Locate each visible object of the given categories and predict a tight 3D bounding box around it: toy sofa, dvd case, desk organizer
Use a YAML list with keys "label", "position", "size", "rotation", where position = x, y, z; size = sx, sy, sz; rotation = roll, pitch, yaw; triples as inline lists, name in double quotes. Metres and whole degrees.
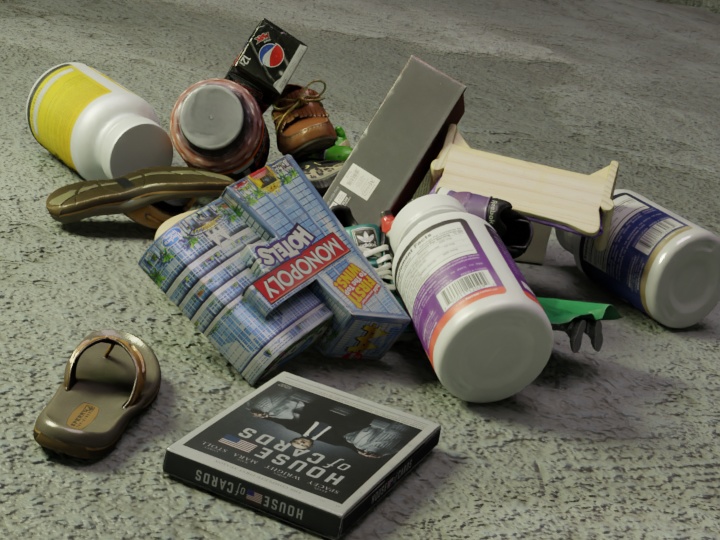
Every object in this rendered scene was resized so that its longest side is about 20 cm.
- label: "toy sofa"
  position: [0.172, -0.076, 1.664]
  size: [0.197, 0.083, 0.098]
  rotation: [13, 60, 9]
- label: "dvd case"
  position: [-0.040, 0.137, 1.205]
  size: [0.149, 0.025, 0.200]
  rotation: [17, 19, 19]
- label: "desk organizer"
  position: [0.036, -0.120, 1.681]
  size: [0.071, 0.201, 0.077]
  rotation: [30, -9, 11]

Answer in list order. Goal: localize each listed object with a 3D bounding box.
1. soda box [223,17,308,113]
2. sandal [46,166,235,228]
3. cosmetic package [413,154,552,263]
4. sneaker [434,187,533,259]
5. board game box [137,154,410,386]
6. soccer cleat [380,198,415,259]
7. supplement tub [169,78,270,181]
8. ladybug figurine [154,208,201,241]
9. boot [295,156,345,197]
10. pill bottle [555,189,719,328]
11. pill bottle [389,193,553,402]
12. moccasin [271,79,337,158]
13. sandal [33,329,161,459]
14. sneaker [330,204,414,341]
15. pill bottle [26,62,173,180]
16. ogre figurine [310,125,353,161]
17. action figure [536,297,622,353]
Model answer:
- label: "soda box"
  position: [-0.120, -0.232, 1.831]
  size: [0.063, 0.071, 0.200]
  rotation: [31, -10, -8]
- label: "sandal"
  position: [-0.229, -0.069, 1.638]
  size: [0.198, 0.055, 0.082]
  rotation: [-13, 23, -20]
- label: "cosmetic package"
  position: [0.121, -0.077, 1.791]
  size: [0.197, 0.106, 0.071]
  rotation: [8, 20, -12]
- label: "sneaker"
  position: [0.140, -0.024, 1.600]
  size: [0.086, 0.077, 0.200]
  rotation: [5, -14, 22]
- label: "board game box"
  position: [-0.062, 0.012, 1.392]
  size: [0.200, 0.062, 0.200]
  rotation: [44, 37, 9]
- label: "soccer cleat"
  position: [0.065, -0.016, 1.636]
  size: [0.068, 0.086, 0.200]
  rotation: [-20, -11, 6]
- label: "supplement tub"
  position: [-0.158, -0.155, 1.754]
  size: [0.105, 0.108, 0.200]
  rotation: [11, -4, 1]
- label: "ladybug figurine"
  position: [-0.117, -0.012, 1.515]
  size: [0.135, 0.073, 0.199]
  rotation: [26, 24, 34]
- label: "boot"
  position: [-0.084, -0.079, 1.745]
  size: [0.202, 0.074, 0.153]
  rotation: [-21, 16, -28]
- label: "pill bottle"
  position: [0.305, -0.024, 1.725]
  size: [0.110, 0.112, 0.200]
  rotation: [-1, 22, -31]
- label: "pill bottle"
  position: [0.092, 0.018, 1.426]
  size: [0.110, 0.112, 0.201]
  rotation: [3, 34, -21]
- label: "moccasin"
  position: [-0.068, -0.181, 1.814]
  size: [0.073, 0.079, 0.202]
  rotation: [-14, 18, 0]
- label: "sandal"
  position: [-0.205, 0.083, 1.219]
  size: [0.081, 0.055, 0.200]
  rotation: [13, 19, 5]
- label: "sneaker"
  position: [0.000, 0.000, 1.529]
  size: [0.071, 0.081, 0.200]
  rotation: [0, 24, -27]
- label: "pill bottle"
  position: [-0.295, -0.159, 1.777]
  size: [0.111, 0.113, 0.199]
  rotation: [-3, 23, -36]
- label: "ogre figurine"
  position: [0.034, -0.122, 1.892]
  size: [0.199, 0.099, 0.119]
  rotation: [34, -13, -38]
- label: "action figure"
  position: [0.141, 0.041, 1.521]
  size: [0.198, 0.055, 0.117]
  rotation: [13, 5, 39]
